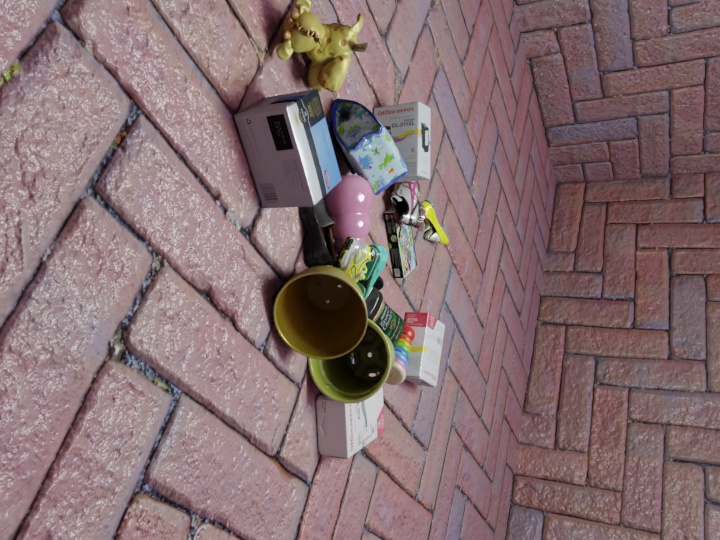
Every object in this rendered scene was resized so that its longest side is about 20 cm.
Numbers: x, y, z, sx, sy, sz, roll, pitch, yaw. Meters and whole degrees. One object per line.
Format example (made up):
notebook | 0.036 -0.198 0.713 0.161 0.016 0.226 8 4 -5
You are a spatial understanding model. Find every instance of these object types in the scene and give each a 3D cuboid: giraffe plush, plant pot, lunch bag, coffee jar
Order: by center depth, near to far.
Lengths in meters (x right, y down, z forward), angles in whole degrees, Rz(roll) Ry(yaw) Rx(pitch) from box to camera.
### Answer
giraffe plush | -0.101 -0.491 1.336 0.161 0.199 0.175 12 81 -31
plant pot | -0.078 0.069 1.350 0.142 0.198 0.202 -79 158 -66
plant pot | 0.000 0.207 1.490 0.184 0.198 0.203 17 75 -72
lunch bag | 0.006 -0.312 1.522 0.170 0.127 0.201 53 7 -48
coffee jar | 0.039 0.123 1.639 0.105 0.085 0.200 -62 143 -19

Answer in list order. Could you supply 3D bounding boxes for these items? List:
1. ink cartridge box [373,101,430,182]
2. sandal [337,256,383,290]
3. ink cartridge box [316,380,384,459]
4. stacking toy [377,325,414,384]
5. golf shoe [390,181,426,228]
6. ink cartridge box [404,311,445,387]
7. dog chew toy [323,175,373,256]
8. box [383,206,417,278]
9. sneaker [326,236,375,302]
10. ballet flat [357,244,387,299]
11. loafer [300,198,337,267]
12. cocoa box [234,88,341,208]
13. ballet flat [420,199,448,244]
ink cartridge box | 0.113 -0.351 1.717 0.083 0.144 0.203 2 88 -59
sandal | 0.000 0.000 1.592 0.200 0.074 0.045 44 34 -49
ink cartridge box | -0.020 0.359 1.537 0.199 0.082 0.148 -13 102 -61
stacking toy | 0.113 0.234 1.801 0.201 0.084 0.086 -61 140 -51
golf shoe | 0.126 -0.219 1.783 0.091 0.072 0.202 13 51 -39
ink cartridge box | 0.188 0.245 1.923 0.145 0.083 0.202 38 57 -55
dog chew toy | -0.028 -0.121 1.474 0.124 0.123 0.203 -8 96 -61
box | 0.120 -0.091 1.847 0.110 0.034 0.202 -40 124 -55
sneaker | -0.029 0.012 1.443 0.201 0.076 0.076 118 -12 -45
ballet flat | 0.013 0.024 1.528 0.070 0.067 0.201 -5 130 -52
loafer | -0.088 -0.109 1.420 0.073 0.072 0.203 -22 108 -59
cocoa box | -0.141 -0.245 1.257 0.131 0.132 0.202 -50 133 -50
ballet flat | 0.229 -0.141 2.033 0.067 0.066 0.201 -50 133 -21
